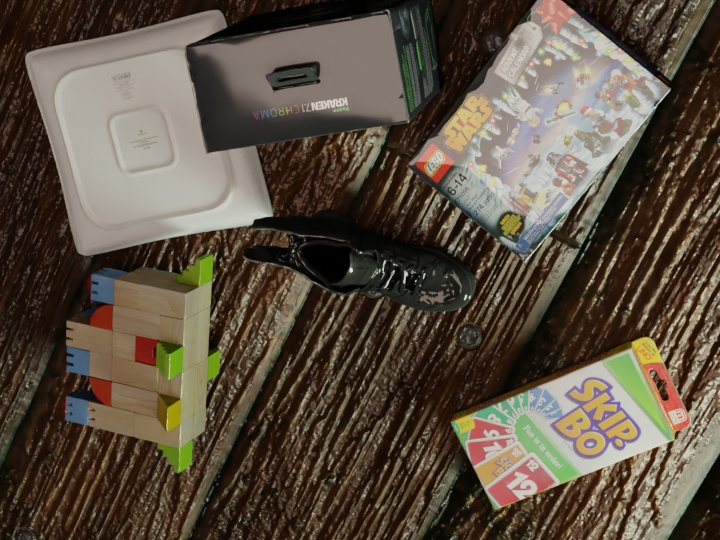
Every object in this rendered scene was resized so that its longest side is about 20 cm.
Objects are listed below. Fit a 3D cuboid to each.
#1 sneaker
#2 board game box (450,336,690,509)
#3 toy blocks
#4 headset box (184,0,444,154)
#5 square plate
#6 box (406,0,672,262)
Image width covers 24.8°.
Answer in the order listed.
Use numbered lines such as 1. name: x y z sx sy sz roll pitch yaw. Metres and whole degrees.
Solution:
1. sneaker: 0.001 -0.003 1.447 0.199 0.104 0.060 23 108 5
2. board game box: 0.192 0.139 1.488 0.199 0.030 0.096 -25 99 15
3. toy blocks: -0.214 0.075 1.532 0.136 0.100 0.201 11 108 21
4. headset box: -0.034 -0.168 1.359 0.173 0.200 0.093 -7 104 15
5. square plate: -0.197 -0.121 1.498 0.199 0.028 0.199 -10 103 14
6. box: 0.153 -0.126 1.414 0.137 0.040 0.200 38 110 1
